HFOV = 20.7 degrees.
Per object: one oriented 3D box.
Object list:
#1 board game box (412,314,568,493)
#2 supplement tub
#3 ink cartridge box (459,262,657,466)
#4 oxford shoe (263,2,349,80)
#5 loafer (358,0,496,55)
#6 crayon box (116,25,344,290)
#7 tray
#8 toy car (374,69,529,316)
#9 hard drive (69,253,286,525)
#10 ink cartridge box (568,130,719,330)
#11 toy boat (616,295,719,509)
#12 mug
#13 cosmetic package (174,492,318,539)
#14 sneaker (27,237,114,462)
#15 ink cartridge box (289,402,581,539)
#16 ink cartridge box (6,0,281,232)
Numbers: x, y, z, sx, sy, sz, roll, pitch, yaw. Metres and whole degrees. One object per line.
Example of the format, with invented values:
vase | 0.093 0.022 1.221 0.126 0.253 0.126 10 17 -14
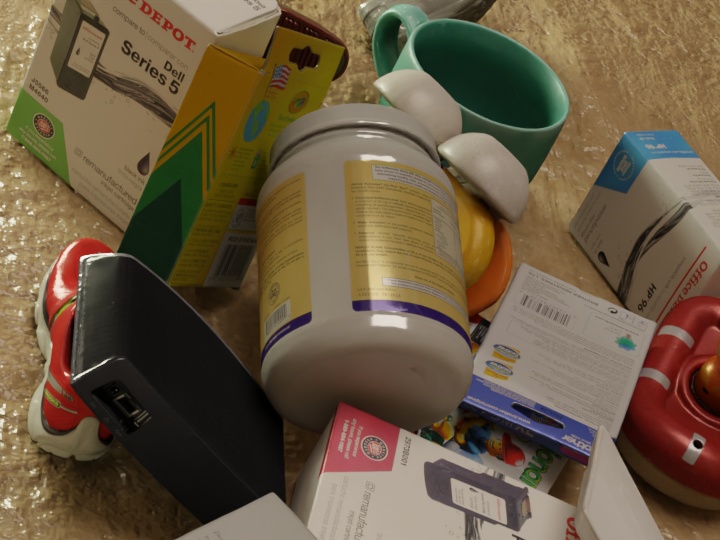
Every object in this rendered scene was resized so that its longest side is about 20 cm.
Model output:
board game box | 0.094 0.118 1.463 0.126 0.035 0.200 33 35 6
supplement tub | 0.000 0.000 1.369 0.145 0.145 0.201 11 54 -21
ink cartridge box | 0.146 0.077 1.478 0.119 0.042 0.200 24 32 5
oxford shoe | -0.103 -0.224 1.735 0.199 0.071 0.075 20 30 -12
loafer | 0.073 -0.261 1.896 0.070 0.070 0.200 46 39 11
crayon box | -0.092 -0.086 1.425 0.051 0.201 0.127 28 9 20
tray | 0.191 0.213 1.334 0.200 0.022 0.107 61 23 -19
toy car | 0.040 -0.043 1.546 0.200 0.175 0.150 46 3 31
hard drive | -0.112 0.086 1.272 0.200 0.042 0.135 50 22 -35
ink cartridge box | 0.274 -0.012 1.675 0.068 0.116 0.200 -4 45 -36
toy boat | 0.285 0.087 1.531 0.130 0.131 0.200 31 49 6
mug | 0.087 -0.136 1.709 0.152 0.115 0.185 12 37 -20
cosmetic package | -0.112 0.215 1.149 0.074 0.102 0.200 44 37 20
sneaker | -0.176 0.040 1.339 0.077 0.085 0.200 15 37 -19
ink cartridge box | 0.050 0.195 1.294 0.199 0.084 0.145 24 35 -7
ink cartridge box | -0.166 -0.151 1.485 0.145 0.200 0.084 39 37 17
